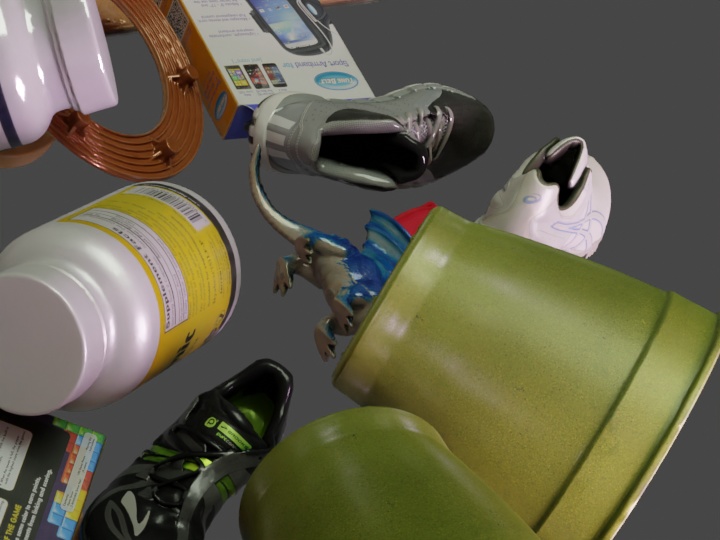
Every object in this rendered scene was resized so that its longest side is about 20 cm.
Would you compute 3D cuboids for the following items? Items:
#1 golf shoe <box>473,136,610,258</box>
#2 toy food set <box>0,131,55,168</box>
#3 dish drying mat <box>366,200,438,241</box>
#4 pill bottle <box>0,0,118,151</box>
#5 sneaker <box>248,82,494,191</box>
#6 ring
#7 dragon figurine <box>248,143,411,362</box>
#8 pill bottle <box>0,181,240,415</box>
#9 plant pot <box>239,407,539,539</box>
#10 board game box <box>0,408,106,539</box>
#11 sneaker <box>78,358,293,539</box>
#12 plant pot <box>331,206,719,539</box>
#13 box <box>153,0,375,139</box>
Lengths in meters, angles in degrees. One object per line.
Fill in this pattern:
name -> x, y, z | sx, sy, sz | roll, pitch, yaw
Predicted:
golf shoe -> 0.145, -0.056, 1.694 | 0.078, 0.098, 0.200 | 35, 30, 7
toy food set -> -0.275, -0.164, 1.617 | 0.199, 0.049, 0.199 | 24, 41, -4
dish drying mat -> 0.097, 0.028, 1.650 | 0.200, 0.018, 0.077 | 44, 44, 17
pill bottle -> -0.257, -0.124, 1.478 | 0.198, 0.116, 0.116 | -14, 50, -3
sneaker -> 0.031, -0.083, 1.648 | 0.199, 0.076, 0.115 | -6, 16, -32
ring -> -0.177, -0.151, 1.620 | 0.200, 0.019, 0.201 | 36, 36, -31
dragon figurine -> 0.000, 0.000, 1.594 | 0.099, 0.059, 0.200 | -15, 57, -39
pill bottle -> -0.155, 0.019, 1.408 | 0.111, 0.112, 0.200 | 36, 22, 9
plant pot -> 0.021, 0.184, 1.323 | 0.199, 0.201, 0.193 | 3, 36, -26
board game box -> -0.244, 0.148, 1.311 | 0.164, 0.057, 0.201 | 21, 41, -6
sneaker -> -0.100, 0.115, 1.402 | 0.071, 0.083, 0.200 | 34, 41, 7
plant pot -> 0.093, 0.062, 1.468 | 0.192, 0.201, 0.201 | 32, 41, 2
box -> -0.074, -0.164, 1.738 | 0.118, 0.042, 0.201 | -5, 53, -33
